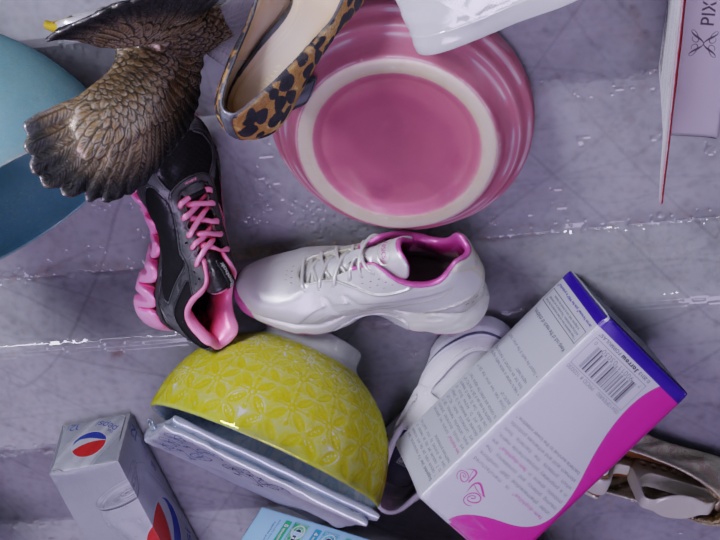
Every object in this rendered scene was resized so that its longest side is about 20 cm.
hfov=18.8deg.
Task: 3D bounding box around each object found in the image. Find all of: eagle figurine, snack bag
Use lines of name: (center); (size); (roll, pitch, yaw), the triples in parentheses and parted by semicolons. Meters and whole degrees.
eagle figurine: (-0.152, -0.155, 1.500); (0.150, 0.201, 0.152); (-24, 121, 23)
snack bag: (-0.091, 0.168, 1.779); (0.188, 0.022, 0.200); (26, 168, -10)

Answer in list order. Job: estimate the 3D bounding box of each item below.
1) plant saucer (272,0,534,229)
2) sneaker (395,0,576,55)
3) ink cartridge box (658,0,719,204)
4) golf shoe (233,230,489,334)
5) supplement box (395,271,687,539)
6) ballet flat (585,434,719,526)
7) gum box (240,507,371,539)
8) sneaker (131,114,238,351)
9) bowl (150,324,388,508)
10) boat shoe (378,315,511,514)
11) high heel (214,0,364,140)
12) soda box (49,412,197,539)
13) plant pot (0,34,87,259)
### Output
plant saucer: (0.029, -0.106, 1.609); (0.199, 0.051, 0.202); (3, 128, 4)
sneaker: (0.105, -0.236, 1.484); (0.199, 0.074, 0.116); (-23, 113, 12)
ink cartridge box: (0.228, -0.173, 1.450); (0.044, 0.177, 0.201); (4, 128, 4)
golf shoe: (0.000, 0.000, 1.670); (0.198, 0.076, 0.092); (-1, 147, 1)
supplement box: (0.137, 0.116, 1.692); (0.200, 0.103, 0.101); (-44, 114, 6)
ballet flat: (0.217, 0.163, 1.783); (0.198, 0.063, 0.068); (13, 128, -2)
gum box: (0.013, 0.287, 1.846); (0.199, 0.045, 0.170); (11, 145, 40)
sneaker: (-0.123, -0.026, 1.647); (0.079, 0.095, 0.201); (-23, 130, -28)
bowl: (-0.056, 0.100, 1.729); (0.199, 0.108, 0.200); (22, 168, 5)
boat shoe: (0.068, 0.124, 1.771); (0.073, 0.066, 0.201); (21, 127, -8)
high heel: (-0.046, -0.188, 1.479); (0.071, 0.143, 0.201); (19, 110, 13)
soda box: (-0.195, 0.220, 1.882); (0.068, 0.064, 0.201); (-11, 125, 15)
plant pot: (-0.288, -0.098, 1.590); (0.200, 0.200, 0.135); (-40, 77, 31)
